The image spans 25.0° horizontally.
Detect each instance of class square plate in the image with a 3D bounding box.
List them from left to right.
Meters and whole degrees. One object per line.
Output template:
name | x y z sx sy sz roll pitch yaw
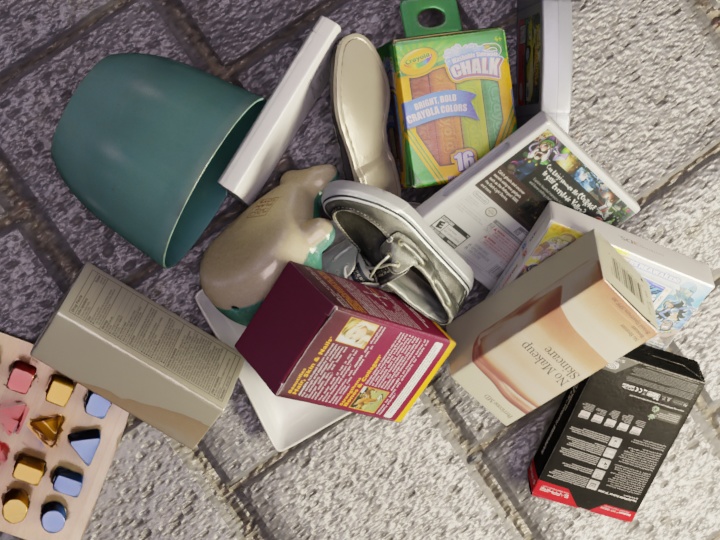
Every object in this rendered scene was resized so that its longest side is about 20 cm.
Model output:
square plate | -0.049 0.065 1.767 0.200 0.028 0.198 -28 98 -6

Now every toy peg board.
toy peg board | -0.356 0.180 1.689 0.199 0.098 0.200 21 90 -9

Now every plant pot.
plant pot | -0.215 -0.128 1.652 0.161 0.201 0.201 31 88 4

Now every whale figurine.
whale figurine | -0.080 -0.023 1.698 0.104 0.159 0.200 54 47 -29

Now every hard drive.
hard drive | -0.080 -0.163 1.696 0.027 0.132 0.200 31 88 5

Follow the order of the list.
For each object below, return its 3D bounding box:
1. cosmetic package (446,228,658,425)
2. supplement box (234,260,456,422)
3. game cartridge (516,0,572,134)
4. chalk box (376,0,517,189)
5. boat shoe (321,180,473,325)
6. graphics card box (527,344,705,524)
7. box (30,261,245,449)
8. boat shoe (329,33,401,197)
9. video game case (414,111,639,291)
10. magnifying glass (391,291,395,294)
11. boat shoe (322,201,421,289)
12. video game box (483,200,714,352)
cosmetic package | 0.197 0.061 1.690 0.200 0.087 0.103 -36 120 26
supplement box | -0.013 0.075 1.644 0.200 0.086 0.110 19 110 -48
game cartridge | 0.196 -0.225 1.736 0.041 0.133 0.200 -1 93 -10
chalk box | 0.088 -0.193 1.725 0.124 0.124 0.200 -10 95 -9
boat shoe | 0.038 -0.016 1.647 0.200 0.072 0.071 35 54 -24
graphics card box | 0.277 0.172 1.776 0.125 0.051 0.200 17 117 -9
box | -0.231 0.089 1.695 0.200 0.095 0.078 32 128 -8
boat shoe | -0.009 -0.150 1.696 0.073 0.063 0.200 -25 114 -34
video game case | 0.174 -0.061 1.714 0.182 0.023 0.200 -37 136 17
magnifying glass | 0.004 0.063 1.731 0.200 0.022 0.080 -39 141 -10
boat shoe | 0.000 0.000 1.722 0.200 0.069 0.072 -33 97 -7
video game box | 0.247 0.035 1.751 0.200 0.047 0.182 21 127 -15
